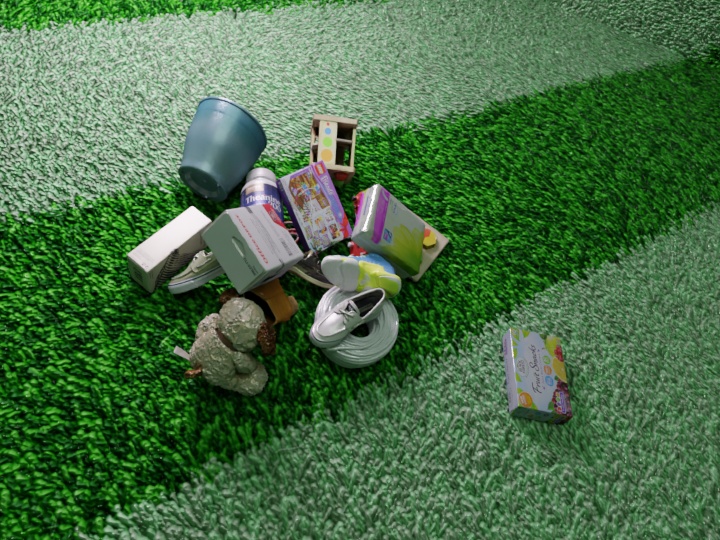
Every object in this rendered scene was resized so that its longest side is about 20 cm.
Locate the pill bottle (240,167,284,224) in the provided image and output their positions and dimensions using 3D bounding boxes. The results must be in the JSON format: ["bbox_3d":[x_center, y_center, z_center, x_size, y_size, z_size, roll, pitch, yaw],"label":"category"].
[{"bbox_3d":[-0.244,-0.151,1.304,0.106,0.112,0.206,1,54,-15],"label":"pill bottle"}]

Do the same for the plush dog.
[{"bbox_3d":[-0.253,0.132,1.029,0.199,0.174,0.160,42,12,17],"label":"plush dog"}]

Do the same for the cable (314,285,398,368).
[{"bbox_3d":[-0.010,0.124,1.203,0.193,0.070,0.205,15,50,-6],"label":"cable"}]

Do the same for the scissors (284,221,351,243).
[{"bbox_3d":[-0.122,-0.103,1.368,0.193,0.014,0.075,-9,59,-22],"label":"scissors"}]

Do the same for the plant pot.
[{"bbox_3d":[-0.359,-0.291,1.328,0.194,0.201,0.193,21,65,0],"label":"plant pot"}]

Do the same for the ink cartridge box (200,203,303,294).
[{"bbox_3d":[-0.219,-0.051,1.100,0.147,0.083,0.200,55,18,1],"label":"ink cartridge box"}]

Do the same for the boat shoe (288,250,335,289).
[{"bbox_3d":[-0.125,-0.015,1.245,0.194,0.067,0.073,23,10,-16],"label":"boat shoe"}]

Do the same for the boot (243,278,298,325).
[{"bbox_3d":[-0.225,0.034,1.159,0.201,0.071,0.144,44,12,10],"label":"boot"}]

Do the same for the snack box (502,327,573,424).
[{"bbox_3d":[0.416,0.248,1.252,0.137,0.054,0.206,11,53,-7],"label":"snack box"}]

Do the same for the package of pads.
[{"bbox_3d":[0.074,-0.098,1.307,0.198,0.067,0.159,35,52,-30],"label":"package of pads"}]

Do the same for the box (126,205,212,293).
[{"bbox_3d":[-0.427,-0.050,1.195,0.067,0.083,0.201,33,54,11],"label":"box"}]

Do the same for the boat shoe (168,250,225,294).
[{"bbox_3d":[-0.339,-0.013,1.165,0.194,0.072,0.064,-26,105,-5],"label":"boat shoe"}]

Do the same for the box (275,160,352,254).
[{"bbox_3d":[-0.114,-0.156,1.325,0.134,0.039,0.206,-28,99,-29],"label":"box"}]

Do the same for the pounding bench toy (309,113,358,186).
[{"bbox_3d":[-0.085,-0.315,1.473,0.119,0.200,0.163,4,84,-10],"label":"pounding bench toy"}]

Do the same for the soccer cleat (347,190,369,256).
[{"bbox_3d":[0.015,-0.102,1.350,0.084,0.067,0.208,22,63,-49],"label":"soccer cleat"}]

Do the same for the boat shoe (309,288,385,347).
[{"bbox_3d":[-0.023,0.096,1.130,0.195,0.067,0.073,-22,62,-30],"label":"boat shoe"}]

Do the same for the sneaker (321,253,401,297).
[{"bbox_3d":[0.000,0.000,1.225,0.194,0.077,0.106,21,27,-14],"label":"sneaker"}]

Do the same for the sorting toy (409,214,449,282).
[{"bbox_3d":[0.127,-0.085,1.416,0.183,0.037,0.200,37,53,11],"label":"sorting toy"}]
